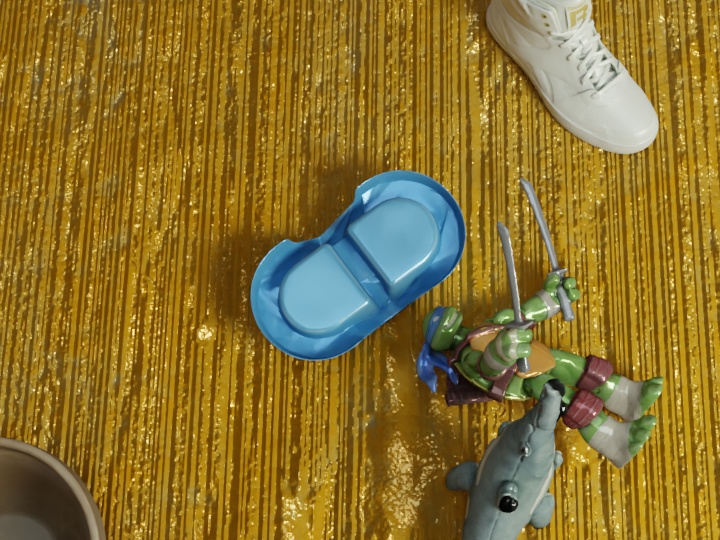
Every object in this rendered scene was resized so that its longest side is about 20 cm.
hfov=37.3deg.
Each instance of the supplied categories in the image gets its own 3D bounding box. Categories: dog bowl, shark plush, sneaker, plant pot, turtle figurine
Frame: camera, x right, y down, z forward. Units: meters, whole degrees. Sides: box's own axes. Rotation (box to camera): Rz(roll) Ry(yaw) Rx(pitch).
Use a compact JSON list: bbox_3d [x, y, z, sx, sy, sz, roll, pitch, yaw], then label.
[{"bbox_3d":[0.000,0.000,0.926,0.200,0.050,0.112,-36,76,-5],"label":"dog bowl"},{"bbox_3d":[0.127,0.164,0.814,0.091,0.200,0.083,33,40,2],"label":"shark plush"},{"bbox_3d":[0.188,-0.193,0.931,0.074,0.116,0.200,-42,78,-9],"label":"sneaker"},{"bbox_3d":[-0.294,0.239,0.860,0.200,0.093,0.202,-1,75,4],"label":"plant pot"},{"bbox_3d":[0.158,0.050,0.851,0.193,0.144,0.200,32,90,4],"label":"turtle figurine"}]
